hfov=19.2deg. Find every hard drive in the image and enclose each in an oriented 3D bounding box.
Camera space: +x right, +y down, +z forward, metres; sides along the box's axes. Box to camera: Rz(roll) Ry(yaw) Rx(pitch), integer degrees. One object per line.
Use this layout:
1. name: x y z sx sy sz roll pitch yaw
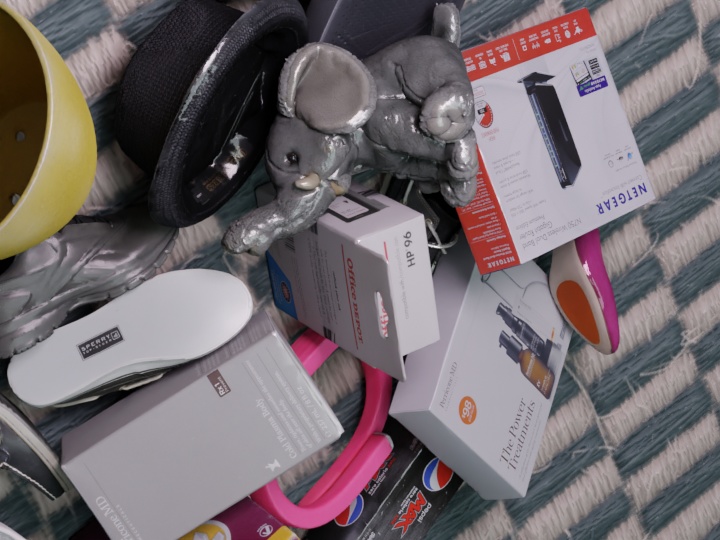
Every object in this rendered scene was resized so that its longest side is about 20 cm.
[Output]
1. hard drive: 0.017 -0.206 1.689 0.135 0.042 0.200 -15 149 -31

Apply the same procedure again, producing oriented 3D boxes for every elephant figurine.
1. elephant figurine: -0.014 -0.109 1.641 0.200 0.155 0.142 -5 117 -1

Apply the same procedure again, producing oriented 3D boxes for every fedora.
1. fedora: -0.126 -0.135 1.626 0.201 0.092 0.201 -51 161 -25

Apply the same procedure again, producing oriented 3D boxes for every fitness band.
1. fitness band: -0.032 0.129 1.799 0.200 0.037 0.144 -49 131 -39

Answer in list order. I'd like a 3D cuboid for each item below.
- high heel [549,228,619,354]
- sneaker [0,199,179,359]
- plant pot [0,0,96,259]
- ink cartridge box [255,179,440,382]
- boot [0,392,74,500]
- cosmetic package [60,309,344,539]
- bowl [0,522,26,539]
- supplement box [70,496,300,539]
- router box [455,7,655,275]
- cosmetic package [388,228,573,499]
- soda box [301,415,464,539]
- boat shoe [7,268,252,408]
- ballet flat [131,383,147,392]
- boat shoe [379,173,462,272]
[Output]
1. high heel: 0.208 -0.029 1.891 0.096 0.067 0.200 -26 99 -30
2. sneaker: -0.227 -0.012 1.640 0.200 0.076 0.091 -34 112 -25
3. plant pot: -0.269 -0.089 1.526 0.200 0.200 0.142 -64 154 2
4. ink cartridge box: 0.000 0.000 1.713 0.068 0.200 0.116 -22 119 -25
5. boot: -0.332 0.148 1.630 0.154 0.073 0.204 -47 123 -6
6. cosmetic package: -0.127 0.131 1.668 0.200 0.090 0.107 -34 104 -2
7. bowl: -0.318 0.301 1.692 0.200 0.075 0.200 -46 125 -11
8. supplement box: -0.123 0.246 1.722 0.131 0.200 0.103 -43 125 -14
9. router box: 0.147 -0.112 1.790 0.200 0.049 0.180 -25 96 -44
10. cosmetic package: 0.111 0.077 1.858 0.151 0.052 0.200 42 54 -35
11. soda box: 0.031 0.198 1.894 0.071 0.063 0.200 40 84 -38
12. boat shoe: -0.178 0.054 1.669 0.200 0.064 0.071 -20 78 2
13. ballet flat: -0.135 0.101 1.744 0.074 0.074 0.200 -49 126 -9
14. boat shoe: 0.052 -0.040 1.808 0.072 0.068 0.200 12 95 -42
